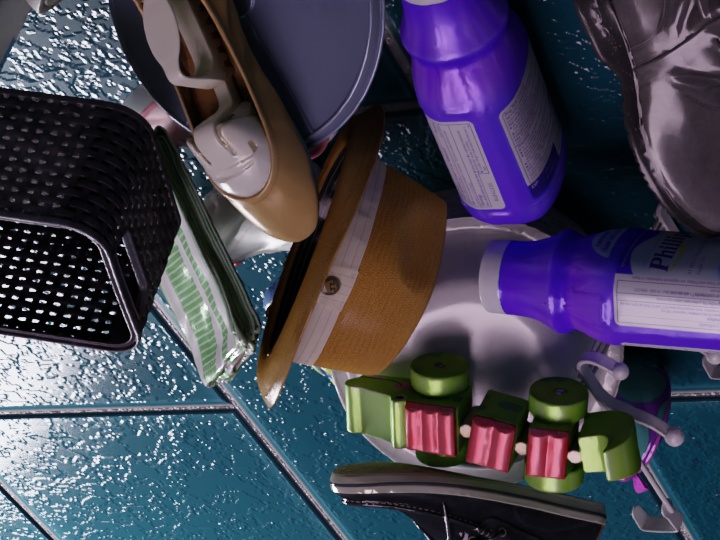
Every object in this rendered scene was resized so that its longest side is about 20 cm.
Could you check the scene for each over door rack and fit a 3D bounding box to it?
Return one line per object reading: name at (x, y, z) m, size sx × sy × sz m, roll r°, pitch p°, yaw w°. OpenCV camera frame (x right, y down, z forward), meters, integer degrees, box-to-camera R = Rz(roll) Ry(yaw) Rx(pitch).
over door rack at (0.218, 0.067, 1.405) m, size 0.067 × 0.148 × 0.200 m, roll 12°, pitch 147°, yaw 32°

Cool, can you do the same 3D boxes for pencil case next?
pencil case at (0.125, 0.087, 1.527) m, size 0.200 × 0.093 × 0.085 m, roll 17°, pitch 165°, yaw 0°

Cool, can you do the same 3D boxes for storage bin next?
storage bin at (-0.222, -0.035, 1.267) m, size 0.200 × 0.094 × 0.135 m, roll 9°, pitch 148°, yaw 13°

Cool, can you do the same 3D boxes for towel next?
towel at (-0.114, -0.001, 1.399) m, size 0.153 × 0.023 × 0.200 m, roll 64°, pitch 167°, yaw 6°

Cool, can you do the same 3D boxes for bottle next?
bottle at (0.173, 0.010, 1.285) m, size 0.200 × 0.084 × 0.065 m, roll 5°, pitch 114°, yaw 24°
bottle at (0.070, -0.116, 1.262) m, size 0.065 × 0.084 × 0.200 m, roll -1°, pitch 143°, yaw 23°

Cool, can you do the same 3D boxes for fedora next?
fedora at (0.000, 0.000, 1.311) m, size 0.082 × 0.201 × 0.201 m, roll 20°, pitch 147°, yaw -8°

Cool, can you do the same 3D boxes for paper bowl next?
paper bowl at (0.078, 0.053, 1.417) m, size 0.200 × 0.104 × 0.201 m, roll 2°, pitch 112°, yaw 4°

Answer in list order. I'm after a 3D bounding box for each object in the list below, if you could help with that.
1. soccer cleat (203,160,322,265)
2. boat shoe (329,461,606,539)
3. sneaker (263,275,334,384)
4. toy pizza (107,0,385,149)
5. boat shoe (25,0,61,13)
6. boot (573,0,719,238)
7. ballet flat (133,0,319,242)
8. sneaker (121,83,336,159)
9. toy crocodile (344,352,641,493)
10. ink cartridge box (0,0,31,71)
soccer cleat at (-0.090, -0.038, 1.491) m, size 0.200 × 0.069 × 0.078 m, roll -14°, pitch 114°, yaw 42°
boat shoe at (0.071, 0.165, 1.383) m, size 0.200 × 0.062 × 0.075 m, roll 15°, pitch 176°, yaw -25°
sneaker at (-0.005, 0.041, 1.543) m, size 0.071 × 0.083 × 0.200 m, roll 36°, pitch 170°, yaw 29°
toy pizza at (-0.067, -0.166, 1.250) m, size 0.200 × 0.032 × 0.201 m, roll 12°, pitch 113°, yaw 29°
boat shoe at (-0.175, -0.237, 1.239) m, size 0.060 × 0.074 × 0.200 m, roll 37°, pitch 141°, yaw 4°
boot at (0.214, -0.110, 1.196) m, size 0.131 × 0.070 × 0.200 m, roll -11°, pitch 122°, yaw 37°
ballet flat at (-0.088, -0.102, 1.228) m, size 0.069 × 0.063 × 0.200 m, roll -21°, pitch 96°, yaw 35°
sneaker at (-0.082, -0.098, 1.355) m, size 0.200 × 0.075 × 0.105 m, roll -35°, pitch 89°, yaw 47°
toy crocodile at (0.082, 0.101, 1.336) m, size 0.200 × 0.062 × 0.068 m, roll 10°, pitch 116°, yaw 18°
ink cartridge box at (-0.335, -0.175, 1.332) m, size 0.200 × 0.147 × 0.146 m, roll -6°, pitch 139°, yaw 32°
